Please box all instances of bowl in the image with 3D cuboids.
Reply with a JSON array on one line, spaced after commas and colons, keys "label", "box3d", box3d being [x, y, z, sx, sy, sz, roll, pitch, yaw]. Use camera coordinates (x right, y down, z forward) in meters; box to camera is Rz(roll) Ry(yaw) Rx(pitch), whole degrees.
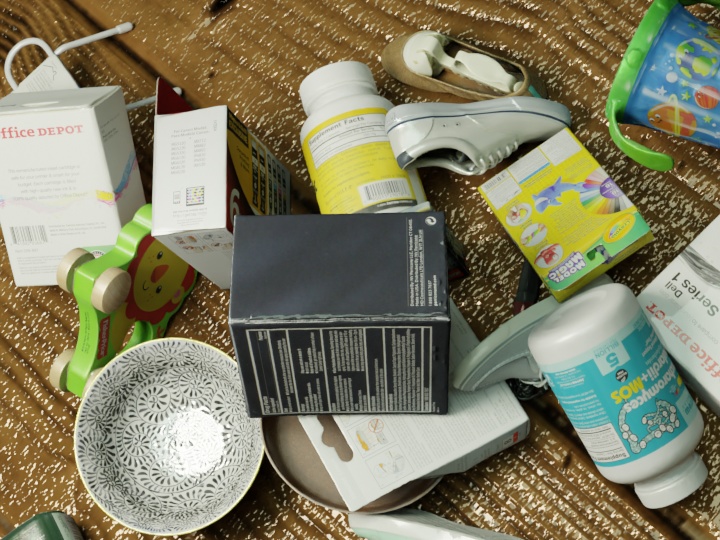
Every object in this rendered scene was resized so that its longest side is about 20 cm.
[{"label": "bowl", "box3d": [-0.187, 0.176, 1.653, 0.200, 0.094, 0.202, -2, 78, 7]}]

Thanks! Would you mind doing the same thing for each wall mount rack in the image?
[{"label": "wall mount rack", "box3d": [-0.314, -0.201, 1.837, 0.174, 0.075, 0.200, -41, 66, 7]}]

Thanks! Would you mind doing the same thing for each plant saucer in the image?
[{"label": "plant saucer", "box3d": [-0.002, 0.159, 1.602, 0.199, 0.032, 0.201, 2, 55, -3]}]

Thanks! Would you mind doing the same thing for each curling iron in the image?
[{"label": "curling iron", "box3d": [0.176, 0.038, 1.624, 0.049, 0.026, 0.201, 6, 69, -2]}]

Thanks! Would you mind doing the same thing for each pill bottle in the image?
[{"label": "pill bottle", "box3d": [0.000, -0.115, 1.681, 0.111, 0.111, 0.201, -21, 68, 11]}, {"label": "pill bottle", "box3d": [0.248, 0.121, 1.495, 0.111, 0.111, 0.200, -30, 100, 7]}]

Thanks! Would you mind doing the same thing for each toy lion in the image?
[{"label": "toy lion", "box3d": [-0.238, 0.026, 1.696, 0.068, 0.192, 0.201, 26, 123, 25]}]

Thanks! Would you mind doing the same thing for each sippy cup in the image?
[{"label": "sippy cup", "box3d": [0.331, -0.188, 1.591, 0.130, 0.140, 0.178, 26, 107, 13]}]

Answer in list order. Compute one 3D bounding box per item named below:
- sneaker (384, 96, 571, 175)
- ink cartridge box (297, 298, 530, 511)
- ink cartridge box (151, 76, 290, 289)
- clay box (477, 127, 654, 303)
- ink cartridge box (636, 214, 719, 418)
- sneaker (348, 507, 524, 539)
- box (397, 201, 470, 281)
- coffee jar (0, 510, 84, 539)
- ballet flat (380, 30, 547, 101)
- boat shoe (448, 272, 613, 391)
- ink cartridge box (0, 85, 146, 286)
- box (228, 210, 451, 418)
[{"label": "sneaker", "box3d": [0.123, -0.132, 1.642, 0.199, 0.073, 0.071, -5, 72, -11]}, {"label": "ink cartridge box", "box3d": [0.044, 0.139, 1.586, 0.199, 0.050, 0.162, -27, 62, -9]}, {"label": "ink cartridge box", "box3d": [-0.142, -0.093, 1.670, 0.083, 0.200, 0.176, -6, 73, 15]}, {"label": "clay box", "box3d": [0.206, -0.051, 1.579, 0.115, 0.048, 0.200, -34, 38, 5]}, {"label": "ink cartridge box", "box3d": [0.374, 0.027, 1.526, 0.200, 0.084, 0.146, -45, 65, 0]}, {"label": "sneaker", "box3d": [0.066, 0.301, 1.552, 0.200, 0.074, 0.119, 11, 95, 33]}, {"label": "box", "box3d": [0.000, 0.000, 1.631, 0.199, 0.137, 0.040, -19, 68, 12]}, {"label": "coffee jar", "box3d": [-0.302, 0.355, 1.648, 0.104, 0.085, 0.200, -35, 65, 1]}, {"label": "ballet flat", "box3d": [0.104, -0.218, 1.699, 0.199, 0.072, 0.068, 26, 82, 24]}, {"label": "boat shoe", "box3d": [0.182, 0.074, 1.558, 0.200, 0.070, 0.072, -29, 72, -20]}, {"label": "ink cartridge box", "box3d": [-0.319, -0.092, 1.738, 0.145, 0.088, 0.201, -3, 114, 18]}, {"label": "box", "box3d": [-0.016, 0.043, 1.500, 0.197, 0.200, 0.124, -2, 59, 1]}]
